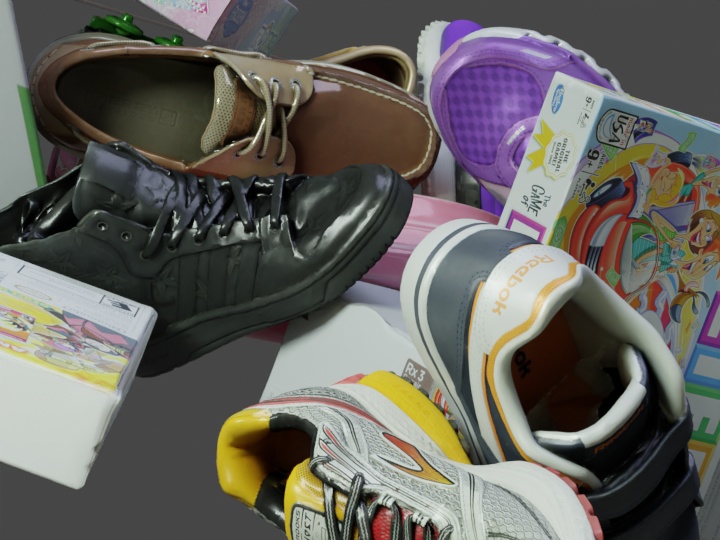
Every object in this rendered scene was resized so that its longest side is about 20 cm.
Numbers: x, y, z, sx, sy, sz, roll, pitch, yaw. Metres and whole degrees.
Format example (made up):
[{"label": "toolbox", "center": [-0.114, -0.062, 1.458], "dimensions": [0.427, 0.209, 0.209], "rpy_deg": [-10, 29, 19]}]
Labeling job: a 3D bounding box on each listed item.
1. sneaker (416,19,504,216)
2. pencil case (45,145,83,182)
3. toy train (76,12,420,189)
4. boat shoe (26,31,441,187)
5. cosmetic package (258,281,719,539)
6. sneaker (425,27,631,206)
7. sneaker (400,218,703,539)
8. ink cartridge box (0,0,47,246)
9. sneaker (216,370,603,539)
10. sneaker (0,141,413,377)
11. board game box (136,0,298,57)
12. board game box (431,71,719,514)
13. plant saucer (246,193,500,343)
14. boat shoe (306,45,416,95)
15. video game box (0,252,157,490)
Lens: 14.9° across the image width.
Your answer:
[{"label": "sneaker", "center": [0.079, -0.072, 1.416], "dimensions": [0.099, 0.070, 0.200], "rpy_deg": [-2, 27, 3]}, {"label": "pencil case", "center": [-0.078, -0.036, 1.490], "dimensions": [0.199, 0.083, 0.086], "rpy_deg": [12, 18, -40]}, {"label": "toy train", "center": [-0.060, -0.087, 1.458], "dimensions": [0.199, 0.042, 0.056], "rpy_deg": [23, 5, -13]}, {"label": "boat shoe", "center": [-0.058, -0.068, 1.289], "dimensions": [0.199, 0.076, 0.072], "rpy_deg": [5, 1, -7]}, {"label": "cosmetic package", "center": [0.066, 0.070, 1.211], "dimensions": [0.199, 0.082, 0.113], "rpy_deg": [13, 12, -36]}, {"label": "sneaker", "center": [0.110, -0.028, 1.265], "dimensions": [0.200, 0.080, 0.089], "rpy_deg": [46, 18, -7]}, {"label": "sneaker", "center": [0.088, 0.071, 1.054], "dimensions": [0.079, 0.078, 0.200], "rpy_deg": [20, -29, 53]}, {"label": "ink cartridge box", "center": [-0.205, -0.093, 1.300], "dimensions": [0.083, 0.146, 0.200], "rpy_deg": [-12, 17, -10]}, {"label": "sneaker", "center": [0.017, 0.100, 0.999], "dimensions": [0.082, 0.078, 0.200], "rpy_deg": [-5, 20, -34]}, {"label": "sneaker", "center": [-0.083, -0.016, 1.178], "dimensions": [0.104, 0.199, 0.060], "rpy_deg": [46, 34, -27]}, {"label": "board game box", "center": [-0.135, -0.176, 1.395], "dimensions": [0.198, 0.044, 0.200], "rpy_deg": [32, 3, 5]}, {"label": "board game box", "center": [0.102, 0.032, 1.125], "dimensions": [0.134, 0.201, 0.034], "rpy_deg": [13, 12, -37]}, {"label": "plant saucer", "center": [0.000, 0.000, 1.314], "dimensions": [0.199, 0.051, 0.201], "rpy_deg": [5, -10, 1]}, {"label": "boat shoe", "center": [-0.055, -0.059, 1.382], "dimensions": [0.074, 0.200, 0.069], "rpy_deg": [55, -22, -1]}, {"label": "video game box", "center": [-0.184, 0.015, 1.081], "dimensions": [0.199, 0.047, 0.182], "rpy_deg": [20, 6, -2]}]
